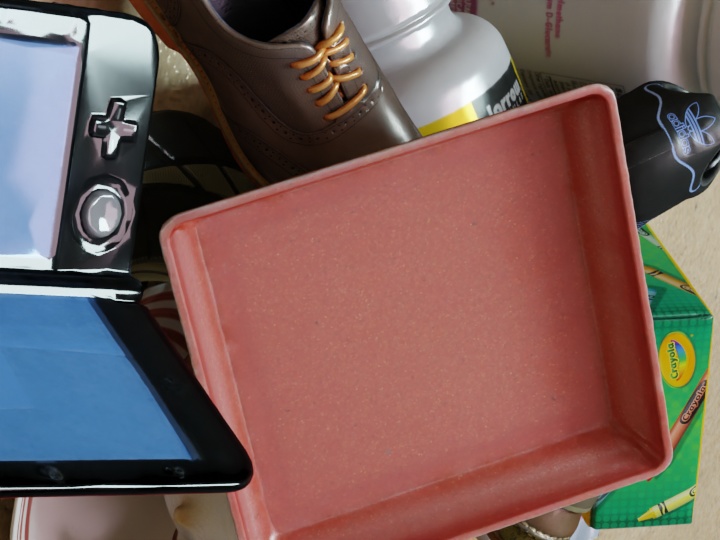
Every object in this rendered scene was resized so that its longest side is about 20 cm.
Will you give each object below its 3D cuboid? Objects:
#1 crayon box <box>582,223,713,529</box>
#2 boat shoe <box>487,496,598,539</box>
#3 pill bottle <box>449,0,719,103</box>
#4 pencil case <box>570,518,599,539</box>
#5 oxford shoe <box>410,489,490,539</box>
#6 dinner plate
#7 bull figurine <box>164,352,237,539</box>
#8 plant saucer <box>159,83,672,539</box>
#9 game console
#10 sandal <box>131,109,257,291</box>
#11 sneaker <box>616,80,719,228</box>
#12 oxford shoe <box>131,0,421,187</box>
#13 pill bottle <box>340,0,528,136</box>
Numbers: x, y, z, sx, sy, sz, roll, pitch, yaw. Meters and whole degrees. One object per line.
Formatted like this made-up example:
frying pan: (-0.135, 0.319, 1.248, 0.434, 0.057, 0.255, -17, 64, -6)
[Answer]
crayon box: (0.127, 0.038, 1.452, 0.200, 0.058, 0.119, -115, -155, -64)
boat shoe: (0.061, 0.082, 1.400, 0.068, 0.072, 0.200, -58, -160, 16)
pill bottle: (0.131, -0.136, 1.409, 0.113, 0.200, 0.113, -32, 128, -54)
pencil case: (0.059, 0.137, 1.512, 0.200, 0.083, 0.091, 10, 91, -62)
oxford shoe: (0.025, 0.111, 1.310, 0.073, 0.200, 0.071, -5, 109, -26)
dinner plate: (-0.106, 0.102, 1.258, 0.200, 0.024, 0.200, -33, 128, -54)
bull figurine: (-0.063, 0.080, 1.238, 0.121, 0.065, 0.200, -18, 114, -54)
plant saucer: (0.025, 0.028, 1.183, 0.200, 0.037, 0.200, -18, 120, -10)
game console: (-0.133, -0.014, 1.007, 0.200, 0.119, 0.173, 3, 98, -44)
sandal: (-0.114, -0.019, 1.162, 0.201, 0.057, 0.080, -10, 77, -45)
sneaker: (0.136, -0.053, 1.349, 0.200, 0.078, 0.070, -98, 165, -88)
oxford shoe: (-0.027, -0.081, 1.169, 0.200, 0.073, 0.071, 47, 74, -16)
pill bottle: (0.032, -0.056, 1.327, 0.111, 0.111, 0.200, -46, 120, -45)
